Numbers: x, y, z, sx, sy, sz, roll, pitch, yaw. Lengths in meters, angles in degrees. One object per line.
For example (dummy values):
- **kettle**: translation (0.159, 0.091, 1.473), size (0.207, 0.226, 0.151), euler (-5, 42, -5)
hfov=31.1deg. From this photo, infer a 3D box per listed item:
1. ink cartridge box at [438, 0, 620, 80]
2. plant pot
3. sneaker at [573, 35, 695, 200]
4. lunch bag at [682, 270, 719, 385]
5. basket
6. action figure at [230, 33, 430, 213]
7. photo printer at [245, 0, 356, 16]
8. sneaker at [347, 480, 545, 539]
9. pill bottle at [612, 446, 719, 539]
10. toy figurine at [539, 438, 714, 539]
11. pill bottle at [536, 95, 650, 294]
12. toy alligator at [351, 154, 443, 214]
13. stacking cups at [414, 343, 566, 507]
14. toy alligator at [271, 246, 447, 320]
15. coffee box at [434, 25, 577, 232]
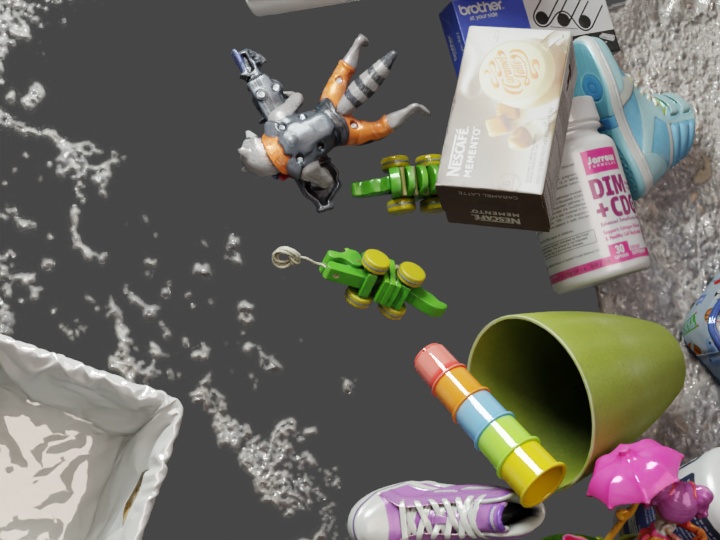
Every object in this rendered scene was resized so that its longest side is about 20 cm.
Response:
- **ink cartridge box**: translation (0.197, -0.276, 1.502), size (0.199, 0.044, 0.095), euler (-13, 83, -21)
- **plant pot**: translation (0.248, 0.120, 1.389), size (0.199, 0.187, 0.188), euler (-13, 84, -36)
- **sneaker**: translation (0.318, -0.197, 1.504), size (0.130, 0.079, 0.201), euler (-32, 111, -24)
- **lunch bag**: translation (0.482, 0.077, 1.522), size (0.200, 0.076, 0.160), euler (47, 66, -7)
- **basket**: translation (-0.291, 0.185, 1.175), size (0.199, 0.161, 0.199), euler (22, 73, -14)
- **action figure**: translation (-0.054, -0.174, 1.355), size (0.193, 0.105, 0.200), euler (-38, 89, -8)
- **photo printer**: translation (-0.026, -0.364, 1.373), size (0.199, 0.069, 0.168), euler (-5, 80, 18)
- **sneaker**: translation (0.093, 0.249, 1.327), size (0.199, 0.114, 0.073), euler (-5, 83, -19)
- **pill bottle**: translation (0.370, 0.254, 1.366), size (0.111, 0.200, 0.112), euler (20, 49, -26)
- **toy figurine**: translation (0.282, 0.255, 1.277), size (0.199, 0.185, 0.150), euler (14, 30, -4)
- **pill bottle**: translation (0.242, -0.084, 1.443), size (0.113, 0.113, 0.201), euler (-14, 84, -21)
- **toy alligator**: translation (0.089, -0.097, 1.415), size (0.199, 0.054, 0.060), euler (-4, 82, -20)
- **stacking cups**: translation (0.124, 0.155, 1.337), size (0.060, 0.061, 0.200), euler (-30, 55, -22)
- **toy alligator**: translation (0.000, 0.000, 1.377), size (0.199, 0.060, 0.054), euler (19, 32, -14)
- **coffee box**: translation (0.155, -0.150, 1.357), size (0.114, 0.080, 0.201), euler (6, 65, 17)
